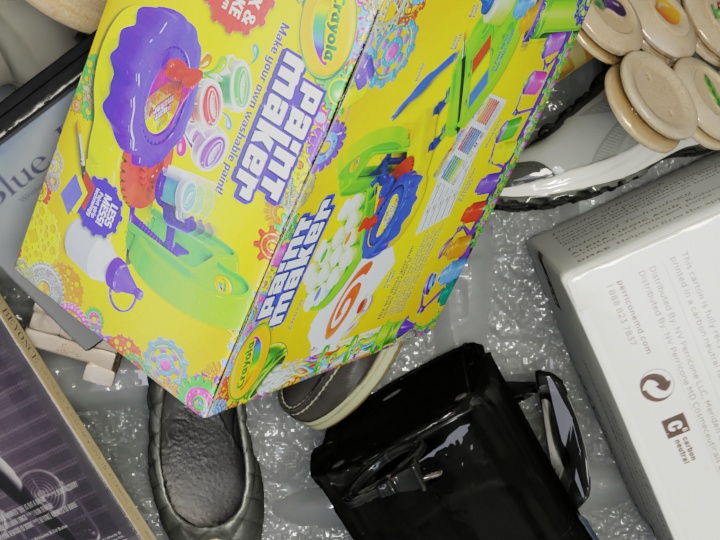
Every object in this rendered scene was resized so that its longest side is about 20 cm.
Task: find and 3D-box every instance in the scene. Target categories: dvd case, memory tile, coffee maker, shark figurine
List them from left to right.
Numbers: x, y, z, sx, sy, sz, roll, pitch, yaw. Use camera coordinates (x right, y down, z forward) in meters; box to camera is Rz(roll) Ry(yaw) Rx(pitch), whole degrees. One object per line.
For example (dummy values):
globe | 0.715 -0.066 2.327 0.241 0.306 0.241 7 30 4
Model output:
dvd case | -0.219 0.108 0.881 0.149 0.016 0.200 -26 102 24
shark figurine | -0.179 -0.134 0.753 0.214 0.089 0.128 35 66 -46
dvd case | -0.116 -0.043 0.758 0.143 0.200 0.018 -38 64 -6
coffee maker | 0.063 0.164 0.842 0.135 0.192 0.200 -27 98 29
memory tile | 0.143 -0.149 0.794 0.017 0.153 0.200 -38 68 40

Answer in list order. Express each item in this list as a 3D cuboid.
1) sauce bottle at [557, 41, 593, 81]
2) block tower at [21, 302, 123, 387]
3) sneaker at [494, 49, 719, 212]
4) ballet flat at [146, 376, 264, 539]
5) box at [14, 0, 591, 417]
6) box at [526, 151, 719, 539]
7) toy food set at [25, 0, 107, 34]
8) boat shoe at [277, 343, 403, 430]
sauce bottle | 0.053 -0.102 0.861 0.200 0.066 0.066 -37 99 4
block tower | -0.134 -0.040 0.867 0.058 0.054 0.200 17 98 -5
sneaker | 0.145 -0.087 0.870 0.200 0.074 0.079 -23 91 -5
ballet flat | -0.094 0.091 0.889 0.066 0.057 0.200 -7 100 -1
box | -0.020 -0.066 0.695 0.122 0.193 0.200 35 115 22
box | 0.225 0.040 0.858 0.200 0.131 0.199 -24 100 2
toy food set | -0.113 -0.204 0.719 0.198 0.049 0.200 17 78 -32
boat shoe | 0.001 0.000 0.850 0.066 0.072 0.201 19 119 -29
